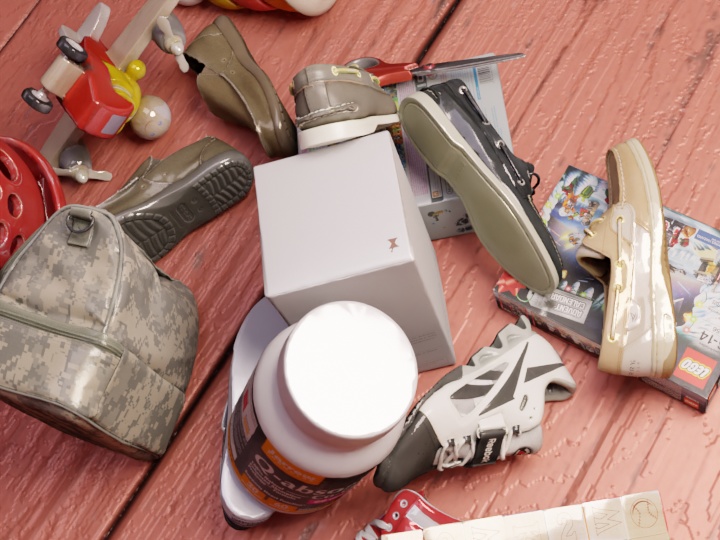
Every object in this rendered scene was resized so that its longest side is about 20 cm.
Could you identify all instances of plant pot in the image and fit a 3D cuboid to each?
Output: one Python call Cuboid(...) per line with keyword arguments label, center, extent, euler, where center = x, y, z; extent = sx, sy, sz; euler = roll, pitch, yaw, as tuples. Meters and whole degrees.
Cuboid(label="plant pot", center=(-0.383, -0.045, 1.003), extent=(0.197, 0.182, 0.205), euler=(-1, 88, 26))

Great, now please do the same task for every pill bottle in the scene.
Cuboid(label="pill bottle", center=(-0.031, 0.103, 0.798), extent=(0.114, 0.200, 0.118), euler=(6, 66, -13))

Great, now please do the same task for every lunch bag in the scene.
Cuboid(label="lunch bag", center=(-0.221, 0.054, 0.927), extent=(0.137, 0.200, 0.170), euler=(16, 72, 19))

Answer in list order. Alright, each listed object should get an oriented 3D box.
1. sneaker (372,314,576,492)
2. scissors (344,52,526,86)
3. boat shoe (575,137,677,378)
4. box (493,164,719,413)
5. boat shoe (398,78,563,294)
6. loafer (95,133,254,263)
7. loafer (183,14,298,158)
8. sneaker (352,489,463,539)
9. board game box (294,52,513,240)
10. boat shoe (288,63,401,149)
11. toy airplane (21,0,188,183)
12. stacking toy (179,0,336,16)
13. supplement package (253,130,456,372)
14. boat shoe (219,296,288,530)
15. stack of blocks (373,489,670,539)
Cuboid(label="sneaker", center=(0.097, 0.120, 0.851), extent=(0.199, 0.075, 0.088), euler=(-36, 69, -28))
Cuboid(label="scissors", center=(0.049, -0.177, 0.984), extent=(0.197, 0.014, 0.073), euler=(7, 34, 34))
Cuboid(label="boat shoe", center=(0.206, -0.013, 0.861), extent=(0.068, 0.074, 0.203), euler=(-4, 64, 7))
Cuboid(label="box", center=(0.229, 0.010, 0.909), extent=(0.198, 0.040, 0.138), euler=(27, 75, 25))
Cuboid(label="boat shoe", center=(0.115, -0.076, 0.903), extent=(0.066, 0.075, 0.200), euler=(-35, 81, -26))
Cuboid(label="loafer", center=(-0.199, -0.065, 1.056), extent=(0.198, 0.076, 0.070), euler=(-29, 48, -5))
Cuboid(label="loafer", center=(-0.121, -0.174, 1.083), extent=(0.067, 0.076, 0.201), euler=(-31, 50, -1))
Cuboid(label="sneaker", center=(-0.006, 0.225, 0.851), extent=(0.196, 0.071, 0.114), euler=(6, 70, 10))
Cuboid(label="board game box", center=(0.043, -0.104, 1.005), extent=(0.196, 0.064, 0.150), euler=(-10, 61, 9))
Cuboid(label="boat shoe", center=(-0.012, -0.141, 0.896), extent=(0.071, 0.202, 0.061), euler=(-12, 98, 13))
Cuboid(label="toy airplane", center=(-0.255, -0.186, 1.100), extent=(0.199, 0.140, 0.202), euler=(-24, 38, 53))
Cuboid(label="stacking toy", center=(-0.127, -0.326, 1.146), extent=(0.197, 0.146, 0.149), euler=(-7, 61, 33))
Cuboid(label="supplement package", center=(0.000, 0.000, 0.886), extent=(0.115, 0.201, 0.119), euler=(-13, 61, 8))
Cuboid(label="boat shoe", center=(-0.084, 0.120, 0.926), extent=(0.070, 0.068, 0.203), euler=(11, 65, -12))
Cuboid(label="stack of blocks", center=(0.107, 0.207, 0.768), extent=(0.196, 0.115, 0.060), euler=(-7, 72, -8))
